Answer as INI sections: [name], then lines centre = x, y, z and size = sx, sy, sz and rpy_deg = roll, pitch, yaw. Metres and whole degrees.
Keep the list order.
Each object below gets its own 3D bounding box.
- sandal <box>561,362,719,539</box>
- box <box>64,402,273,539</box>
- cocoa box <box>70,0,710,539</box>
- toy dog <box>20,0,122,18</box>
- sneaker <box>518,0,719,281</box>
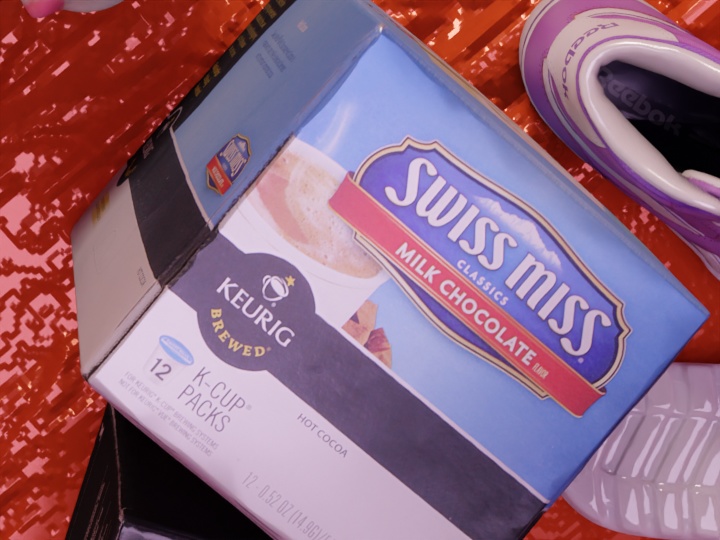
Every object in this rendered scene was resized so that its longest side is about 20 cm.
[sandal]
centre = 0.166, 0.071, 0.951
size = 0.201, 0.050, 0.083
rpy_deg = 14, 86, 3
[box]
centre = -0.076, 0.161, 0.892
size = 0.078, 0.141, 0.201
rpy_deg = 16, 101, -12
[cocoa box]
centre = 0.000, 0.000, 0.834
size = 0.133, 0.200, 0.131
rpy_deg = 40, 94, -13
[toy dog]
centre = -0.149, -0.129, 0.836
size = 0.199, 0.140, 0.195
rpy_deg = -1, 66, -5
[sneaker]
centre = 0.143, -0.019, 0.892
size = 0.200, 0.114, 0.073
rpy_deg = 29, 96, -13
